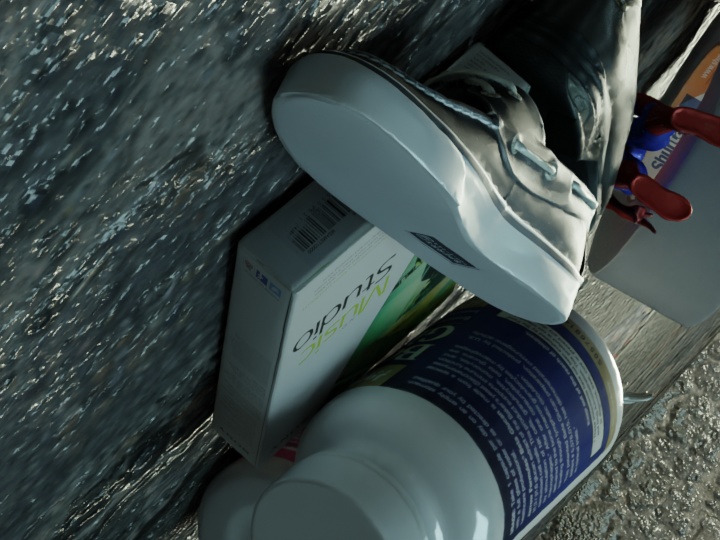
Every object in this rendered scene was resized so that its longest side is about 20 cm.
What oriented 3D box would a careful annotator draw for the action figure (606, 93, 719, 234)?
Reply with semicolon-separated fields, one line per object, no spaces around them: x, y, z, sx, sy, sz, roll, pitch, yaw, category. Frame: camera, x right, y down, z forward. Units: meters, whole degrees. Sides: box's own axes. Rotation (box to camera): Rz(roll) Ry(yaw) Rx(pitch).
0.142;-0.061;0.970;0.065;0.052;0.200;-64;-169;5;action figure

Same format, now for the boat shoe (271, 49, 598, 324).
0.038;-0.044;0.701;0.200;0.072;0.068;36;73;-51;boat shoe

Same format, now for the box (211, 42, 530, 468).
0.000;0.000;0.834;0.144;0.036;0.200;-41;167;-23;box

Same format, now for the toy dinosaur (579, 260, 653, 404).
0.100;0.043;1.254;0.200;0.105;0.181;-3;166;-14;toy dinosaur

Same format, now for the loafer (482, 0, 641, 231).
0.101;-0.074;0.866;0.072;0.073;0.200;-49;168;-12;loafer

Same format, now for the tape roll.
0.207;-0.070;1.065;0.200;0.066;0.200;-62;-177;5;tape roll

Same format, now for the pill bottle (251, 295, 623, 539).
0.037;0.093;0.904;0.200;0.111;0.111;-34;161;-49;pill bottle

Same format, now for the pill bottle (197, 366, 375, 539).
0.012;0.118;1.035;0.200;0.113;0.113;-31;159;-49;pill bottle
